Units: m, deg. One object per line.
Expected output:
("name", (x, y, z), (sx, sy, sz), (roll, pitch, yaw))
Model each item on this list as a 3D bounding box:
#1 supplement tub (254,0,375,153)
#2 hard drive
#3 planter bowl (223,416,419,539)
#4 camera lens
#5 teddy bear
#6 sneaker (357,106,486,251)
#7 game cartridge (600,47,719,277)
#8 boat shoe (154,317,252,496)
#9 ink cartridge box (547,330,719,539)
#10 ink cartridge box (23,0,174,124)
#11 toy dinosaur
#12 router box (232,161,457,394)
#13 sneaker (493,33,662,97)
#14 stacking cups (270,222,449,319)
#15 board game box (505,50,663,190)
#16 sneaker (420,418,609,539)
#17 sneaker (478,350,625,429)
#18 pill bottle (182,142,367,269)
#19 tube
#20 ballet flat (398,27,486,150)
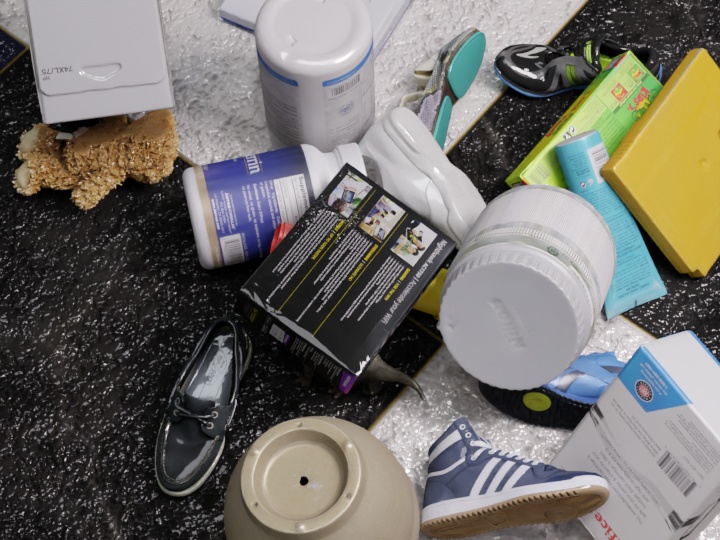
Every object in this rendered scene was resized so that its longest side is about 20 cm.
("supplement tub", (-0.049, -0.218, 1.727), (0.131, 0.200, 0.133), (0, 61, 0))
("hard drive", (-0.055, -0.328, 1.888), (0.199, 0.025, 0.132), (24, 64, 14))
("planter bowl", (-0.047, 0.225, 1.504), (0.199, 0.135, 0.201), (-4, 59, 7))
("camera lens", (0.175, 0.013, 1.582), (0.159, 0.161, 0.200), (17, 29, 10))
("teddy bear", (-0.306, -0.131, 1.767), (0.199, 0.067, 0.145), (-18, 44, -8))
("sneaker", (0.073, -0.082, 1.722), (0.200, 0.088, 0.075), (55, 29, 1))
("game cartridge", (0.371, -0.117, 1.701), (0.176, 0.032, 0.200), (49, 66, -20))
("boat shoe", (-0.167, 0.137, 1.607), (0.074, 0.066, 0.200), (20, 63, 12))
("ink cartridge box", (0.292, 0.181, 1.492), (0.084, 0.200, 0.146), (-14, 57, -40))
("ink cartridge box", (-0.293, -0.258, 1.728), (0.146, 0.200, 0.147), (-8, 105, -7))
("toy dinosaur", (-0.023, 0.089, 1.611), (0.200, 0.102, 0.077), (38, 68, 21))
("router box", (-0.014, 0.005, 1.578), (0.149, 0.051, 0.200), (36, 61, 5))
("sneaker", (0.257, -0.248, 1.803), (0.198, 0.083, 0.071), (4, 60, 4))
("stacking cups", (0.000, 0.000, 1.652), (0.199, 0.061, 0.061), (15, 61, -10))
("board game box", (0.267, -0.139, 1.724), (0.102, 0.048, 0.200), (44, 77, -9))
("sneaker", (0.151, 0.199, 1.534), (0.199, 0.070, 0.109), (-15, 53, 25))
("sneaker", (0.226, 0.121, 1.615), (0.199, 0.066, 0.079), (8, 48, 6))
("pill bottle", (-0.091, -0.076, 1.697), (0.199, 0.116, 0.116), (-12, 61, -6))
("tube", (0.271, -0.053, 1.673), (0.077, 0.050, 0.201), (-22, 96, -9))
("ballet flat", (0.087, -0.211, 1.798), (0.072, 0.072, 0.201), (18, 61, 11))
